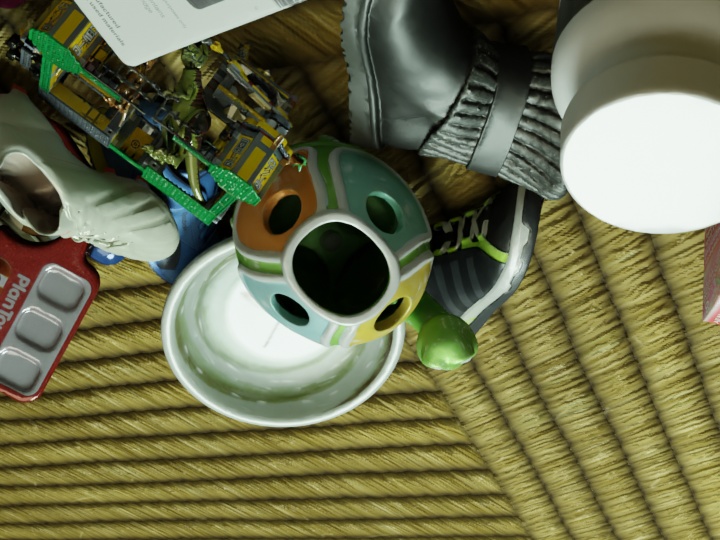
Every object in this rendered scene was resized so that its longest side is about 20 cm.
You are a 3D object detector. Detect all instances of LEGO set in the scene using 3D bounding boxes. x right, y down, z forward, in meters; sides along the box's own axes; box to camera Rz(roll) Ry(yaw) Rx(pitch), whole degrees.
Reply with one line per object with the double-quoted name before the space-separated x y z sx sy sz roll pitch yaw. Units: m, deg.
"LEGO set" -0.113 -0.129 0.719 0.199 0.116 0.154 34 162 -2

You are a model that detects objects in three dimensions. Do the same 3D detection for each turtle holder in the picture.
"turtle holder" -0.011 0.001 0.786 0.140 0.132 0.187 -22 105 -1

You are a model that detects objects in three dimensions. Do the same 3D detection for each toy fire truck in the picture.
"toy fire truck" -0.272 -0.021 0.852 0.167 0.201 0.112 30 -179 -12

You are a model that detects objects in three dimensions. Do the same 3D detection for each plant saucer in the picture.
"plant saucer" -0.063 0.040 0.917 0.198 0.050 0.202 -2 124 -3

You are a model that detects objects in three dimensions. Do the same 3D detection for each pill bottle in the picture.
"pill bottle" 0.158 -0.125 0.568 0.115 0.201 0.116 9 143 7

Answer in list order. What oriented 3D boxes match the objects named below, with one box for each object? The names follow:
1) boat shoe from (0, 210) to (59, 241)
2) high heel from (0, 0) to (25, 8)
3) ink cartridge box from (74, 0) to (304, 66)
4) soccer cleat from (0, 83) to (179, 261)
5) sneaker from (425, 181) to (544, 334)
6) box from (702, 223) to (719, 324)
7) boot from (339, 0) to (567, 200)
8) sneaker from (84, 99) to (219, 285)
"boat shoe" -0.323 -0.053 0.930 0.199 0.069 0.075 25 144 -11
"high heel" -0.179 -0.224 0.657 0.096 0.067 0.201 32 131 10
"ink cartridge box" -0.047 -0.205 0.579 0.199 0.146 0.084 -12 132 31
"soccer cleat" -0.197 -0.046 0.768 0.069 0.078 0.200 -23 143 19
"sneaker" 0.075 -0.008 0.853 0.082 0.072 0.200 21 142 -5
"box" 0.297 -0.048 0.707 0.102 0.095 0.201 13 143 3
"boot" 0.075 -0.133 0.683 0.156 0.080 0.212 16 154 10
"sneaker" -0.139 -0.052 0.874 0.078 0.066 0.201 -3 139 18
